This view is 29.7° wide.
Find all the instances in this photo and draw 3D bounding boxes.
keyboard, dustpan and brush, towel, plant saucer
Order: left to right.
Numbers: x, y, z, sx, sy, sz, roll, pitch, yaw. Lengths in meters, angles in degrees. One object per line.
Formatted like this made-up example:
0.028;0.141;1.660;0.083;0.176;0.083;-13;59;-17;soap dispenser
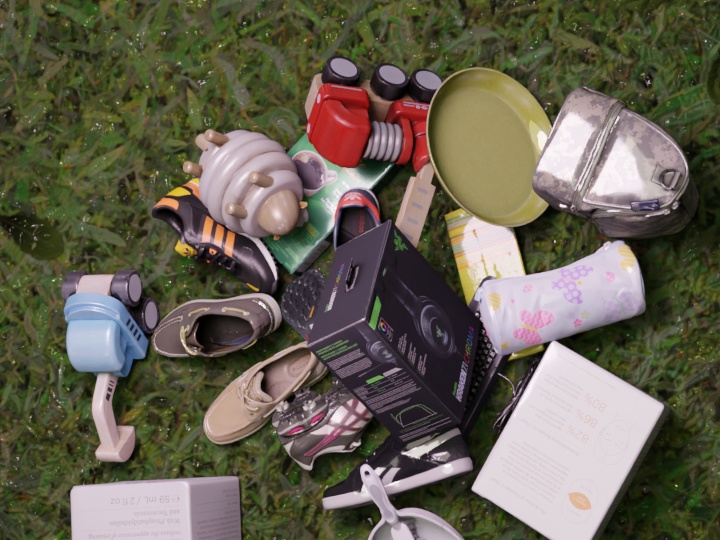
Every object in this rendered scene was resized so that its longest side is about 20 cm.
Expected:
0.049;0.314;1.634;0.138;0.057;0.202;-23;99;14;dustpan and brush
0.156;-0.147;1.654;0.031;0.198;0.203;-25;72;56;plant saucer
0.159;0.121;1.671;0.126;0.021;0.202;29;98;22;keyboard
0.167;0.013;1.696;0.085;0.018;0.203;-17;79;21;towel

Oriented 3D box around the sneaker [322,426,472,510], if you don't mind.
0.036;0.221;1.680;0.198;0.073;0.113;-19;76;16;sneaker

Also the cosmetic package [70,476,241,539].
-0.251;0.365;1.704;0.165;0.166;0.203;-6;82;16;cosmetic package

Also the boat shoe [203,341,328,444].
-0.128;0.154;1.744;0.199;0.065;0.073;-34;74;13;boat shoe

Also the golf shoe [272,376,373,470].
-0.011;0.173;1.711;0.198;0.077;0.089;-26;112;1;golf shoe

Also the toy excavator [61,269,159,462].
-0.336;0.125;1.788;0.098;0.195;0.202;0;55;17;toy excavator

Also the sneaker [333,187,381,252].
0.000;0.000;1.694;0.074;0.085;0.203;-10;98;7;sneaker

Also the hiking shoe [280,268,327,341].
-0.042;0.076;1.701;0.074;0.087;0.201;-34;35;2;hiking shoe

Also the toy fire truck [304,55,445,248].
0.026;-0.140;1.652;0.173;0.130;0.202;6;44;-19;toy fire truck

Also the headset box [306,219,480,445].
0.039;0.068;1.591;0.092;0.175;0.200;-26;120;33;headset box

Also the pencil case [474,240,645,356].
0.238;0.033;1.607;0.197;0.083;0.092;-18;109;-1;pencil case

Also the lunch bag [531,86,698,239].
0.306;-0.111;1.570;0.166;0.200;0.141;23;91;20;lunch bag

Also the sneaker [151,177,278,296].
-0.192;-0.029;1.766;0.089;0.070;0.200;-30;66;-31;sneaker

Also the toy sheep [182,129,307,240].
-0.145;-0.114;1.704;0.138;0.138;0.200;-46;62;7;toy sheep

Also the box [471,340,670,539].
0.249;0.210;1.596;0.151;0.106;0.202;30;92;18;box

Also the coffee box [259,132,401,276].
-0.055;-0.105;1.765;0.123;0.044;0.200;45;98;17;coffee box

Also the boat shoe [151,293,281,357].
-0.198;0.077;1.758;0.199;0.060;0.073;-14;103;30;boat shoe
